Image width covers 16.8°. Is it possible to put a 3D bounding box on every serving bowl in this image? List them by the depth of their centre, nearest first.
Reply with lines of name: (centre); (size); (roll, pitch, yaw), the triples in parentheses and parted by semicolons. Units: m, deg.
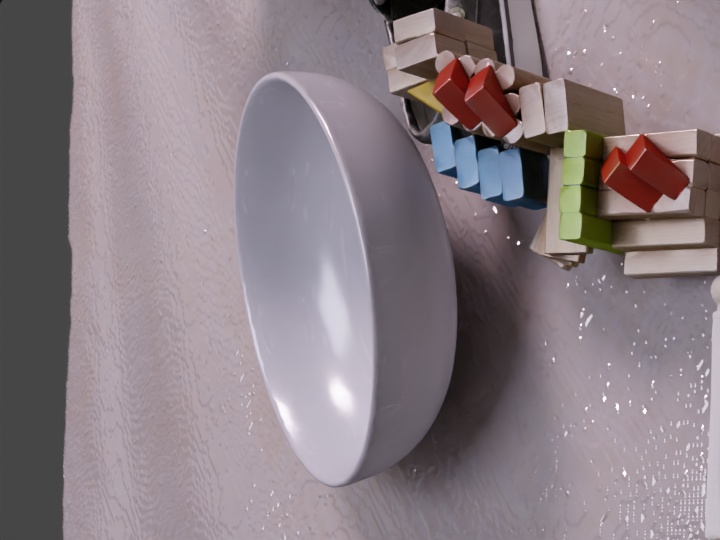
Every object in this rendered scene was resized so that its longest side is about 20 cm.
serving bowl: (0.000, 0.000, 1.171); (0.200, 0.066, 0.200); (170, 90, -72)

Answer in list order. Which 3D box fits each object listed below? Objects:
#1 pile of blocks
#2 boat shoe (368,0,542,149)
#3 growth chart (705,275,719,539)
pile of blocks: (0.069, -0.051, 1.037); (0.200, 0.062, 0.082); (29, 101, 39)
boat shoe: (0.038, -0.145, 1.167); (0.071, 0.064, 0.200); (-46, 46, 45)
growth chart: (0.190, 0.049, 0.909); (0.200, 0.018, 0.145); (-24, 64, 57)
